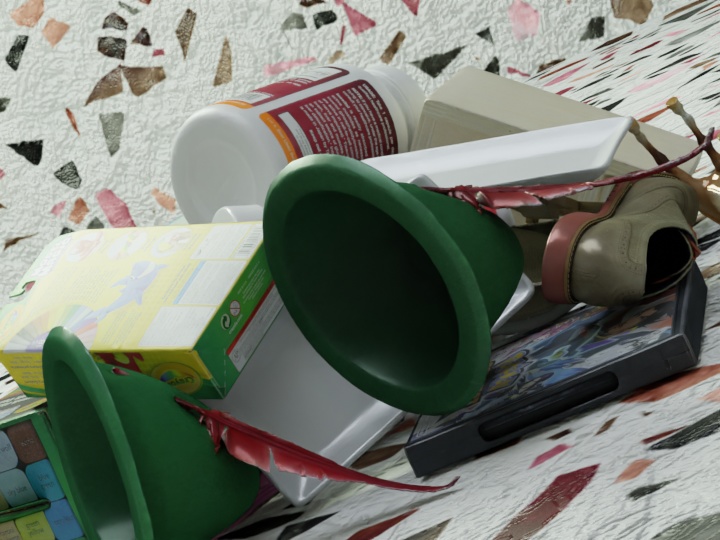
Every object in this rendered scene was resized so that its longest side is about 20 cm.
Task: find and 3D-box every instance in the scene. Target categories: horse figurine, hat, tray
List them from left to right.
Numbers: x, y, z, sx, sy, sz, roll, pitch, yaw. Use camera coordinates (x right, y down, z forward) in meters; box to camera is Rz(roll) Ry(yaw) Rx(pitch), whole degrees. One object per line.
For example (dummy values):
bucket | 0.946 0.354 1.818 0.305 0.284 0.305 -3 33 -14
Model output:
hat | -0.074 0.103 1.462 0.175 0.201 0.166 -17 -26 -19
tray | 0.001 0.044 1.521 0.200 0.107 0.022 -42 -15 -7
hat | 0.070 -0.024 1.473 0.199 0.166 0.176 32 49 28
tray | 0.078 -0.062 1.622 0.199 0.022 0.107 -9 18 20
horse figurine | 0.254 -0.057 1.607 0.050 0.133 0.200 -48 21 -12

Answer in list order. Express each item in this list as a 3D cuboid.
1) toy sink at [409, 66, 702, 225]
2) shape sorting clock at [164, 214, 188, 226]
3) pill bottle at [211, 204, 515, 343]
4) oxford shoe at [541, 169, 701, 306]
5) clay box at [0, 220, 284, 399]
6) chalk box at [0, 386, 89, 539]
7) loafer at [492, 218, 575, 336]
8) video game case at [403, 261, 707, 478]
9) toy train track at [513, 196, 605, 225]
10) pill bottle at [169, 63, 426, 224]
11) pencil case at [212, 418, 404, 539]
toy sink | 0.141 -0.061 1.842 0.199 0.113 0.130 18 20 10
shape sorting clock | -0.133 -0.014 1.909 0.199 0.039 0.200 -26 10 5
pill bottle | 0.000 0.000 1.707 0.199 0.121 0.119 -2 -1 -20
oxford shoe | 0.183 -0.014 1.550 0.074 0.071 0.200 11 22 25
clay box | -0.143 0.026 1.548 0.199 0.048 0.115 -2 43 40
chalk box | -0.194 0.138 1.627 0.124 0.125 0.200 -18 11 38
loafer | 0.060 0.000 1.583 0.199 0.070 0.075 -13 38 -8
video game case | 0.124 0.057 1.515 0.180 0.026 0.200 -23 7 14
toy train track | 0.164 -0.023 1.691 0.114 0.033 0.200 3 -6 34
pill bottle | -0.038 -0.089 1.828 0.113 0.114 0.199 -18 4 44
pencil case | -0.058 0.102 1.580 0.199 0.083 0.086 -30 16 -36
